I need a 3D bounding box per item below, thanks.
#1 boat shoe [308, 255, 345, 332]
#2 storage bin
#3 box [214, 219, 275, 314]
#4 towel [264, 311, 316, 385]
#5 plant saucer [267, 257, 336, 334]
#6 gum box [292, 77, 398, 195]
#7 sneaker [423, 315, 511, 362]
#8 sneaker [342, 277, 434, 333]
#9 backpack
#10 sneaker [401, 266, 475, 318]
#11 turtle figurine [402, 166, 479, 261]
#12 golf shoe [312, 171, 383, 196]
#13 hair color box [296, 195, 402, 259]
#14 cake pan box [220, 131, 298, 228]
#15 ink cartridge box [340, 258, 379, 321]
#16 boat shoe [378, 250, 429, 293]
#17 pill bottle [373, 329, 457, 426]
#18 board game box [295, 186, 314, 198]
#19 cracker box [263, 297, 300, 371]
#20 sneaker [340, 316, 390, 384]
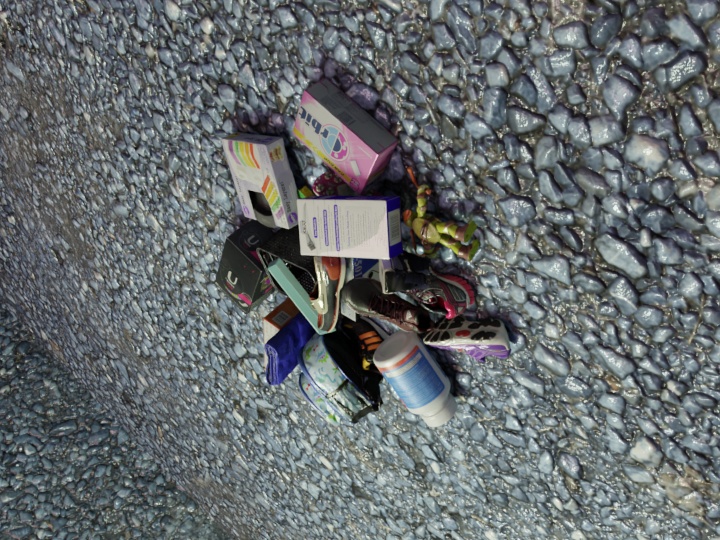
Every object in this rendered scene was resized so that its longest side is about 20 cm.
[{"bbox_3d":[-0.074,0.046,1.629,0.072,0.062,0.202,-107,21,-45],"label":"boat shoe"},{"bbox_3d":[-0.121,-0.004,1.767,0.199,0.094,0.136,22,144,42],"label":"storage bin"},{"bbox_3d":[-0.264,-0.009,1.937,0.122,0.106,0.201,41,143,11],"label":"box"},{"bbox_3d":[-0.146,0.168,1.884,0.049,0.200,0.149,29,140,22],"label":"towel"},{"bbox_3d":[-0.131,0.061,1.748,0.201,0.019,0.070,52,155,-9],"label":"plant saucer"},{"bbox_3d":[-0.036,-0.254,1.503,0.200,0.066,0.114,43,142,12],"label":"gum box"},{"bbox_3d":[0.208,0.145,1.584,0.198,0.081,0.084,3,131,46],"label":"sneaker"},{"bbox_3d":[0.067,0.072,1.599,0.198,0.077,0.115,22,176,-25],"label":"sneaker"},{"bbox_3d":[-0.059,0.242,1.833,0.146,0.183,0.201,-38,102,12],"label":"backpack"},{"bbox_3d":[0.125,0.034,1.576,0.198,0.075,0.082,17,133,39],"label":"sneaker"},{"bbox_3d":[0.135,-0.083,1.469,0.160,0.064,0.202,23,136,34],"label":"turtle figurine"},{"bbox_3d":[-0.006,-0.123,1.597,0.199,0.075,0.092,33,157,26],"label":"golf shoe"},{"bbox_3d":[-0.021,-0.084,1.515,0.197,0.065,0.111,4,104,28],"label":"hair color box"},{"bbox_3d":[-0.211,-0.195,1.739,0.183,0.052,0.202,21,132,49],"label":"cake pan box"},{"bbox_3d":[0.000,0.000,1.665,0.044,0.094,0.202,26,138,30],"label":"ink cartridge box"},{"bbox_3d":[0.084,-0.008,1.552,0.091,0.201,0.076,-1,113,-2],"label":"boat shoe"},{"bbox_3d":[0.123,0.234,1.713,0.112,0.112,0.201,-12,118,51],"label":"pill bottle"},{"bbox_3d":[-0.081,-0.094,1.729,0.200,0.030,0.096,43,146,6],"label":"board game box"},{"bbox_3d":[-0.171,0.158,1.959,0.057,0.134,0.202,31,141,24],"label":"cracker box"},{"bbox_3d":[0.020,0.175,1.801,0.199,0.090,0.070,35,142,21],"label":"sneaker"}]
